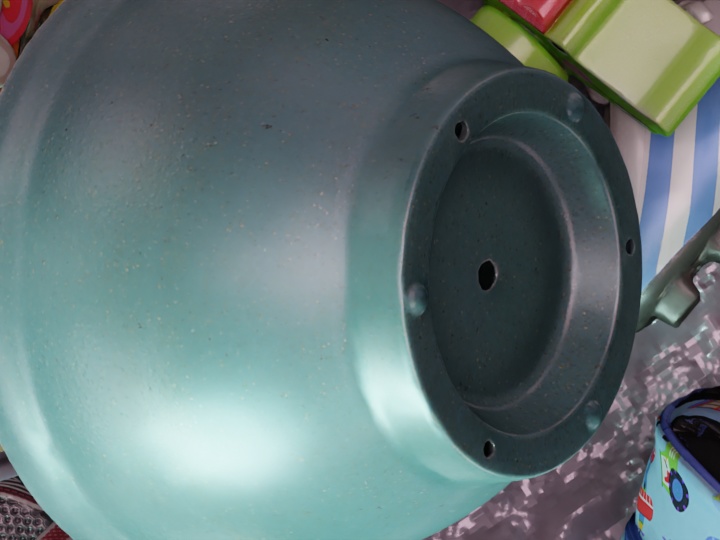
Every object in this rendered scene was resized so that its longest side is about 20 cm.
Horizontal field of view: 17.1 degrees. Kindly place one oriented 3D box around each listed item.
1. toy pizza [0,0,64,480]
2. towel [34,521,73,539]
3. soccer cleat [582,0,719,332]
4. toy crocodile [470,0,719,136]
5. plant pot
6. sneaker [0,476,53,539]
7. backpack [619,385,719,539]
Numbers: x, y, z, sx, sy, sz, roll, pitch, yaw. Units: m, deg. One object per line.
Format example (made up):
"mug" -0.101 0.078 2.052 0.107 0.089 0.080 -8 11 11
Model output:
"toy pizza" -0.114 -0.032 0.756 0.032 0.200 0.201 2 90 35
"towel" -0.017 0.141 0.783 0.200 0.144 0.023 47 128 0
"soccer cleat" 0.125 -0.073 0.809 0.086 0.070 0.200 39 88 7
"toy crocodile" 0.039 -0.116 0.796 0.068 0.062 0.200 -46 67 1
"plant pot" 0.000 0.000 0.725 0.134 0.200 0.201 2 90 40
"sneaker" -0.071 0.135 0.807 0.200 0.075 0.081 39 90 0
"backpack" 0.158 0.132 0.761 0.200 0.183 0.135 39 107 13
